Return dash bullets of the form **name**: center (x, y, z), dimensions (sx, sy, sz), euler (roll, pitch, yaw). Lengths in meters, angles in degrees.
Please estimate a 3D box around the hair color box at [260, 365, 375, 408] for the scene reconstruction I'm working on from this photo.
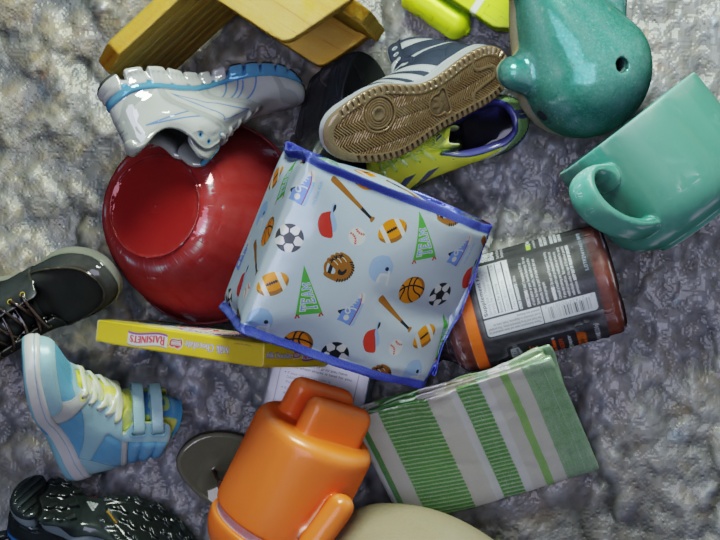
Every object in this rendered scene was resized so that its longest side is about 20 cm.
- **hair color box**: center (-0.030, 0.071, 1.449), dimensions (0.099, 0.061, 0.200), euler (13, 93, 7)

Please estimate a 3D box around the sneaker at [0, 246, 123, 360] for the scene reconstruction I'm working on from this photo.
- **sneaker**: center (-0.317, 0.047, 1.427), dimensions (0.200, 0.106, 0.075), euler (-18, 116, 34)

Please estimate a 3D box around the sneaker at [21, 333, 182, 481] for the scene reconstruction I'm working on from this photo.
- **sneaker**: center (-0.242, 0.118, 1.431), dimensions (0.130, 0.200, 0.080), euler (-11, 52, 0)

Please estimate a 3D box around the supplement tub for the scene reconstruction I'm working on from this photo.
- **supplement tub**: center (0.141, 0.032, 1.405), dimensions (0.200, 0.107, 0.107), euler (-15, 89, 8)

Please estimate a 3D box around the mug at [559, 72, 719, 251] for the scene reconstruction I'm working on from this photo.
- **mug**: center (0.263, -0.079, 1.358), dimensions (0.185, 0.152, 0.114), euler (-38, 89, -12)

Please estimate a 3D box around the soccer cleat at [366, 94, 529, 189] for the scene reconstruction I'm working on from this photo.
- **soccer cleat**: center (0.063, -0.116, 1.421), dimensions (0.200, 0.084, 0.065), euler (-21, 89, 8)

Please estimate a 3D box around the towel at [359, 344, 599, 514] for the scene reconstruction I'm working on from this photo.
- **towel**: center (0.107, 0.158, 1.415), dimensions (0.200, 0.023, 0.153), euler (-19, 119, 10)

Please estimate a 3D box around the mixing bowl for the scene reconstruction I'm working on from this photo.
- **mixing bowl**: center (-0.166, -0.052, 1.412), dimensions (0.200, 0.108, 0.201), euler (-3, 83, 22)

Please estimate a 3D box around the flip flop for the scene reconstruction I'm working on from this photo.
- **flip flop**: center (-0.096, 0.234, 1.461), dimensions (0.081, 0.058, 0.200), euler (-44, 86, 6)

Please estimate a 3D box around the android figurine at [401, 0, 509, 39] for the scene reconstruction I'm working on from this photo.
- **android figurine**: center (0.120, -0.308, 1.432), dimensions (0.200, 0.041, 0.182), euler (33, 95, 6)

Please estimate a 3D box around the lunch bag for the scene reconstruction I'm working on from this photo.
- **lunch bag**: center (0.000, 0.000, 1.323), dimensions (0.200, 0.124, 0.170), euler (19, 98, -18)

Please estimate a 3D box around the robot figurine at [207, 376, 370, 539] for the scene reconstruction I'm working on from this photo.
- **robot figurine**: center (-0.066, 0.199, 1.360), dimensions (0.144, 0.117, 0.200), euler (30, 102, 19)

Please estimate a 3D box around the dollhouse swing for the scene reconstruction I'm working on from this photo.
- **dollhouse swing**: center (-0.106, -0.206, 1.381), dimensions (0.182, 0.200, 0.176), euler (34, 94, 5)

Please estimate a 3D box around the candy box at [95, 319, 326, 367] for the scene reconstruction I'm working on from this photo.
- **candy box**: center (-0.140, 0.068, 1.403), dimensions (0.200, 0.102, 0.026), euler (6, 93, 33)

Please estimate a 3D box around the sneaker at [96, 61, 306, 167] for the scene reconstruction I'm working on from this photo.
- **sneaker**: center (-0.136, -0.136, 1.359), dimensions (0.200, 0.075, 0.087), euler (-10, 73, -30)

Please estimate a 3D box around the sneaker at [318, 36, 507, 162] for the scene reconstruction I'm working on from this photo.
- **sneaker**: center (0.030, -0.161, 1.391), dimensions (0.200, 0.108, 0.070), euler (-26, 118, -23)

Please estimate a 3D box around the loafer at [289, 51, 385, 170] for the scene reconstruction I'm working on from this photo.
- **loafer**: center (-0.035, -0.110, 1.417), dimensions (0.072, 0.073, 0.200), euler (-6, 56, 44)

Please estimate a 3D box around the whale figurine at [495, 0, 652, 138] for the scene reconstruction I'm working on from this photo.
- **whale figurine**: center (0.191, -0.216, 1.360), dimensions (0.159, 0.104, 0.200), euler (-36, 111, -19)

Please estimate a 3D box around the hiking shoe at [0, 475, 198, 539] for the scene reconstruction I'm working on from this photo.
- **hiking shoe**: center (-0.253, 0.265, 1.484), dimensions (0.200, 0.074, 0.087), euler (22, 133, -6)

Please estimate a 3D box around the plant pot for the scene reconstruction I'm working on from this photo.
- **plant pot**: center (0.032, 0.294, 1.397), dimensions (0.200, 0.200, 0.134), euler (-49, 51, 5)
